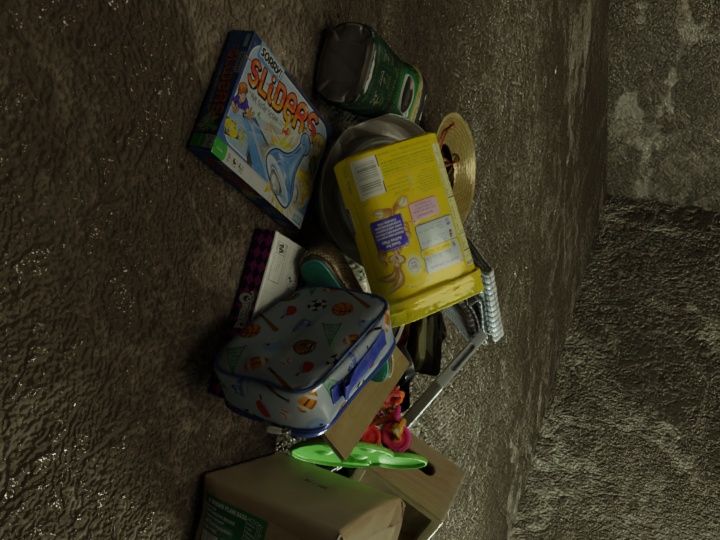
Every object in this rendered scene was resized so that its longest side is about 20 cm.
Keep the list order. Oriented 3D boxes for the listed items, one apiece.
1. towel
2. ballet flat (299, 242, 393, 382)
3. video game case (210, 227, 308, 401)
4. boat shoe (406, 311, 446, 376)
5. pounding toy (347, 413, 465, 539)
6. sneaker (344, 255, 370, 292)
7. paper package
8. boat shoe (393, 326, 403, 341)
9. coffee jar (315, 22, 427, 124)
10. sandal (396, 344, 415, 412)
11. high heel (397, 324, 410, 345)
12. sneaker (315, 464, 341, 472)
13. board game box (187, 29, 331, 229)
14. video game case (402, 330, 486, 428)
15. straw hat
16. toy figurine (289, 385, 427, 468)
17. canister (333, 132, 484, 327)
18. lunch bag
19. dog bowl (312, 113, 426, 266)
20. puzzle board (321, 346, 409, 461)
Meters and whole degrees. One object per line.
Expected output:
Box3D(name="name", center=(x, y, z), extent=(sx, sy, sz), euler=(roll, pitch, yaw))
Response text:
Box3D(name="towel", center=(0.185, 0.028, 1.268), extent=(0.202, 0.083, 0.169), euler=(-117, -173, -52))
Box3D(name="ballet flat", center=(-0.007, 0.048, 0.874), extent=(0.203, 0.069, 0.066), euler=(62, 30, -21))
Box3D(name="video game case", center=(-0.100, 0.071, 0.863), extent=(0.181, 0.035, 0.206), euler=(30, 72, -62))
Box3D(name="boat shoe", center=(0.125, 0.114, 1.246), extent=(0.072, 0.065, 0.203), euler=(-58, -169, 39))
Box3D(name="pounding toy", center=(0.059, 0.326, 1.122), extent=(0.142, 0.197, 0.187), euler=(-47, 166, -45))
Box3D(name="sneaker", center=(0.000, 0.000, 0.999), extent=(0.201, 0.068, 0.096), euler=(61, 41, -56))
Box3D(name="paper package", center=(-0.073, 0.311, 0.827), extent=(0.189, 0.195, 0.107), euler=(14, 88, -64))
Box3D(name="boat shoe", center=(0.050, 0.040, 1.130), extent=(0.058, 0.072, 0.206), euler=(11, 105, -23))
Box3D(name="coffee jar", center=(0.022, -0.252, 0.931), extent=(0.199, 0.083, 0.108), euler=(9, 97, -63))
Box3D(name="sandal", center=(0.054, 0.189, 1.169), extent=(0.042, 0.077, 0.202), euler=(-21, 148, -14))
Box3D(name="high heel", center=(0.096, 0.072, 1.193), extent=(0.067, 0.094, 0.207), euler=(-12, 111, -61))
Box3D(name="sneaker", center=(-0.009, 0.224, 1.071), extent=(0.090, 0.068, 0.205), euler=(58, 50, -62))
Box3D(name="board game box", center=(-0.105, -0.150, 0.771), extent=(0.200, 0.034, 0.139), euler=(40, 64, -61))
Box3D(name="video game case", center=(0.131, 0.210, 1.204), extent=(0.181, 0.022, 0.202), euler=(-35, 162, -49))
Box3D(name="straw hat", center=(0.128, -0.173, 1.178), extent=(0.199, 0.083, 0.208), euler=(-17, 110, -58))
Box3D(name="toy figurine", center=(0.004, 0.174, 0.973), extent=(0.151, 0.193, 0.190), euler=(118, -21, -63))
Box3D(name="canister", center=(0.059, -0.052, 0.837), extent=(0.145, 0.086, 0.206), euler=(-19, 94, -26))
Box3D(name="lunch bag", center=(-0.055, 0.095, 0.748), extent=(0.200, 0.156, 0.078), euler=(-45, 134, -45))
Box3D(name="dog bowl", center=(0.024, -0.102, 0.908), extent=(0.195, 0.058, 0.207), euler=(-3, 96, -30))
Box3D(name="puzzle board", center=(-0.023, 0.125, 0.893), extent=(0.152, 0.017, 0.200), euler=(51, 40, -7))
